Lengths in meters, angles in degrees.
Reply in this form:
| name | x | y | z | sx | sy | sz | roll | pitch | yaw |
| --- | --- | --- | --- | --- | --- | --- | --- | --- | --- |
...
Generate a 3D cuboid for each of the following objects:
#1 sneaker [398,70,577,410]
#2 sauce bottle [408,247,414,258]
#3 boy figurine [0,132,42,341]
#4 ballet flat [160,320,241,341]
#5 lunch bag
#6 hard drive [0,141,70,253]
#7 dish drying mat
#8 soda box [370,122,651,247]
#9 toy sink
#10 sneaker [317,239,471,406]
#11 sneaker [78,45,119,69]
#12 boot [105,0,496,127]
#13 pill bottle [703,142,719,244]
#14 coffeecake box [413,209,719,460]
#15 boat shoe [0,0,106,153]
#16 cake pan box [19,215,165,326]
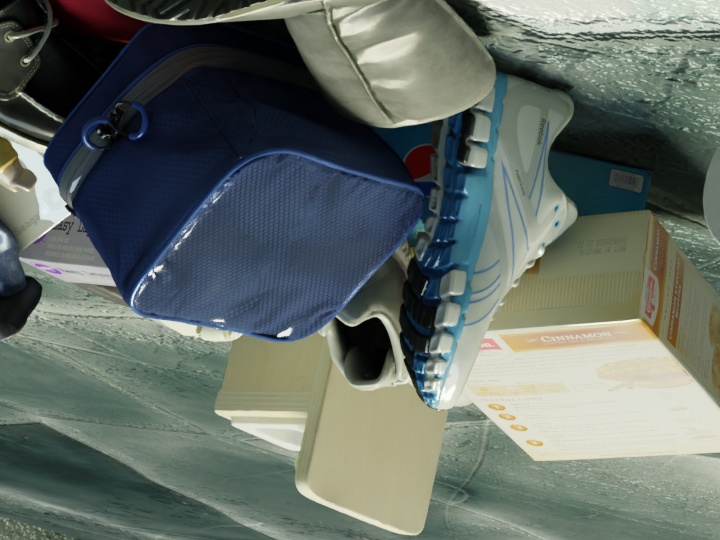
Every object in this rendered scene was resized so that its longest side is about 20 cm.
| name | x | y | z | sx | sy | sz | roll | pitch | yaw |
| --- | --- | --- | --- | --- | --- | --- | --- | --- | --- |
| sneaker | 0.079 | -0.014 | 1.556 | 0.086 | 0.201 | 0.075 | 7 | -167 | -22 |
| sauce bottle | 0.052 | -0.017 | 1.798 | 0.199 | 0.066 | 0.066 | -9 | 157 | 31 |
| boy figurine | -0.247 | -0.052 | 1.565 | 0.124 | 0.065 | 0.201 | -9 | 123 | 18 |
| ballet flat | -0.103 | 0.013 | 1.772 | 0.069 | 0.070 | 0.200 | 6 | 172 | 23 |
| lunch bag | -0.080 | -0.057 | 1.532 | 0.136 | 0.132 | 0.200 | -47 | 147 | 20 |
| hard drive | -0.265 | -0.085 | 1.600 | 0.132 | 0.026 | 0.200 | -35 | 111 | 26 |
| dish drying mat | -0.132 | -0.164 | 1.488 | 0.076 | 0.018 | 0.200 | 15 | 165 | -6 |
| soda box | 0.071 | -0.045 | 1.680 | 0.199 | 0.064 | 0.068 | 13 | 165 | -3 |
| toy sink | -0.017 | 0.075 | 1.936 | 0.112 | 0.201 | 0.130 | -2 | 161 | 43 |
| sneaker | 0.018 | 0.046 | 1.679 | 0.075 | 0.092 | 0.200 | -11 | 145 | 27 |
| sneaker | -0.179 | -0.112 | 1.641 | 0.199 | 0.076 | 0.070 | -13 | 170 | 5 |
| boot | -0.031 | -0.132 | 1.428 | 0.181 | 0.073 | 0.200 | 3 | 170 | 11 |
| pill bottle | 0.287 | -0.019 | 1.499 | 0.200 | 0.115 | 0.114 | 22 | 162 | -34 |
| coffeecake box | 0.139 | 0.044 | 1.666 | 0.153 | 0.073 | 0.200 | -5 | 153 | 27 |
| boat shoe | -0.201 | -0.129 | 1.533 | 0.200 | 0.072 | 0.068 | 36 | 139 | -24 |
| cake pan box | -0.130 | 0.005 | 2.035 | 0.200 | 0.053 | 0.184 | 7 | 164 | 43 |
